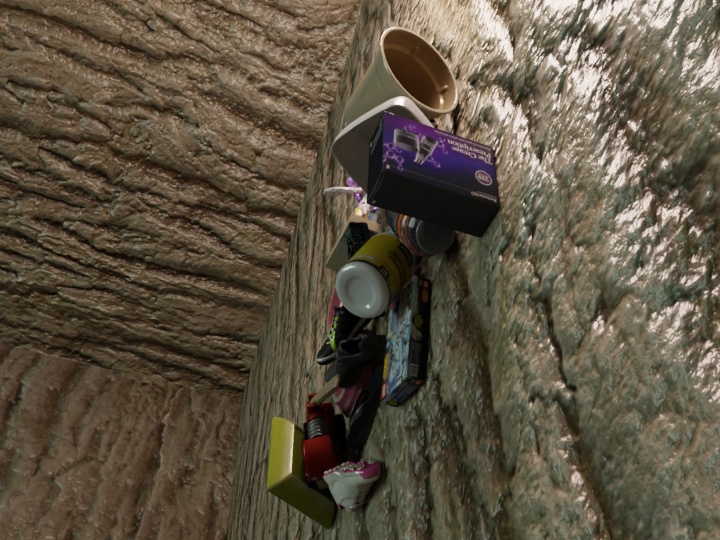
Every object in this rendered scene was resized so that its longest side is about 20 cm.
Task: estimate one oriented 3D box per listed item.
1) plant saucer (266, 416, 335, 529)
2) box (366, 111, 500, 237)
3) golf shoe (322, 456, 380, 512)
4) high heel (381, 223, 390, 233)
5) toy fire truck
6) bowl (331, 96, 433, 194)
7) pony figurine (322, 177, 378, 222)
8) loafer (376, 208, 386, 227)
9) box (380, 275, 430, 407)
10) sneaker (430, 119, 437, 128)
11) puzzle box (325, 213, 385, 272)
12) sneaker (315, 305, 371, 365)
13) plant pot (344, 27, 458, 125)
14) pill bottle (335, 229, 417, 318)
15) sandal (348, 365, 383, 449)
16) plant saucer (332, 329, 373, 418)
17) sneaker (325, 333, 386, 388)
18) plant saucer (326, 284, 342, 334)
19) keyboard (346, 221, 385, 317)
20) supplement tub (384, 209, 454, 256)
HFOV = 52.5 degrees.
[{"bbox_3d":[-0.119,0.442,1.638,0.048,0.199,0.202,-36,30,22],"label":"plant saucer"},{"bbox_3d":[0.113,-0.152,1.153,0.079,0.195,0.144,120,159,-48],"label":"box"},{"bbox_3d":[-0.005,0.414,1.406,0.200,0.074,0.094,-39,67,61],"label":"golf shoe"},{"bbox_3d":[0.048,-0.025,1.590,0.142,0.069,0.206,-169,84,-71],"label":"high heel"},{"bbox_3d":[-0.076,0.331,1.546,0.178,0.125,0.203,-97,-7,-49],"label":"toy fire truck"},{"bbox_3d":[0.066,-0.231,1.392,0.197,0.200,0.076,-25,34,35],"label":"bowl"},{"bbox_3d":[0.014,-0.201,1.828,0.204,0.164,0.192,-62,18,-11],"label":"pony figurine"},{"bbox_3d":[0.071,-0.144,1.596,0.072,0.063,0.201,-44,-8,-32],"label":"loafer"},{"bbox_3d":[0.083,0.131,1.344,0.137,0.039,0.205,125,156,-56],"label":"box"},{"bbox_3d":[0.123,-0.261,1.525,0.202,0.073,0.117,-95,26,-59],"label":"sneaker"},{"bbox_3d":[0.007,-0.043,1.664,0.201,0.130,0.026,124,165,-54],"label":"puzzle box"},{"bbox_3d":[-0.046,0.120,1.646,0.201,0.083,0.071,-49,19,-19],"label":"sneaker"},{"bbox_3d":[0.068,-0.346,1.475,0.183,0.197,0.204,-40,35,43],"label":"plant pot"},{"bbox_3d":[0.040,-0.004,1.402,0.200,0.110,0.114,-47,-15,-52],"label":"pill bottle"},{"bbox_3d":[0.007,0.279,1.515,0.077,0.042,0.204,-101,27,-63],"label":"sandal"},{"bbox_3d":[-0.020,0.232,1.673,0.200,0.050,0.206,-165,89,-77],"label":"plant saucer"},{"bbox_3d":[-0.023,0.182,1.537,0.200,0.089,0.077,-42,43,38],"label":"sneaker"},{"bbox_3d":[-0.043,0.094,1.894,0.200,0.050,0.206,-165,89,-77],"label":"plant saucer"},{"bbox_3d":[0.000,0.000,1.553,0.104,0.039,0.206,7,110,65],"label":"keyboard"},{"bbox_3d":[0.109,-0.089,1.314,0.200,0.104,0.110,-118,44,-71],"label":"supplement tub"}]
